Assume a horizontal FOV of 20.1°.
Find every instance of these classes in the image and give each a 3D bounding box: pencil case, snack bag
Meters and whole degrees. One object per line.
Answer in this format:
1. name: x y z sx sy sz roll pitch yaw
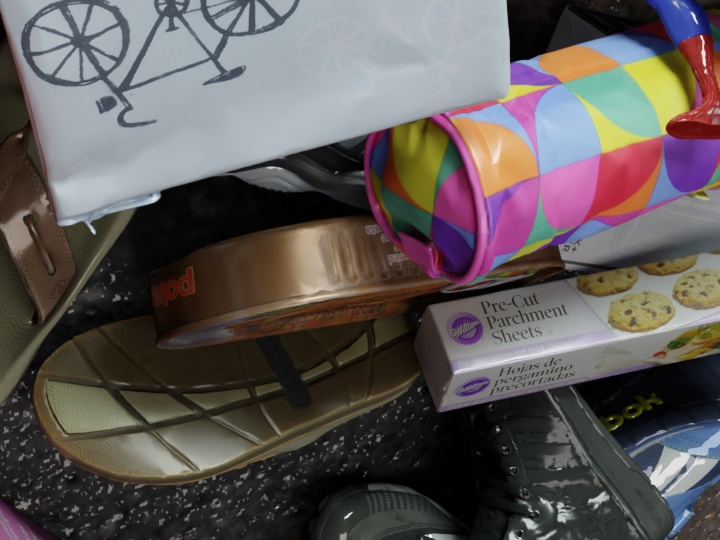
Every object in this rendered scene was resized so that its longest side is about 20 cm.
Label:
1. pencil case: 0.098 -0.052 0.865 0.200 0.088 0.089 -16 126 -34
2. snack bag: -0.035 -0.116 0.699 0.188 0.021 0.200 -17 132 -8

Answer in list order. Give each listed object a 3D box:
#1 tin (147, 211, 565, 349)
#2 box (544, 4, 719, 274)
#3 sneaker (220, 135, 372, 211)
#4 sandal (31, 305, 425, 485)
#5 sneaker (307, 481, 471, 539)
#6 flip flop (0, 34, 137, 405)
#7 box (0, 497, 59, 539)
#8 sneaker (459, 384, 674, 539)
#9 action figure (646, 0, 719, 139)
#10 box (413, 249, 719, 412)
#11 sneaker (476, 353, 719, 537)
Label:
1. tin: 0.000 0.000 0.903 0.200 0.112 0.042 -8 87 -34
2. box: 0.170 -0.053 1.023 0.200 0.060 0.117 7 114 -35
3. sneaker: 0.002 -0.087 0.857 0.200 0.076 0.114 5 144 -31
4. sandal: -0.059 0.058 0.946 0.200 0.080 0.054 -13 158 -34
5. sneaker: 0.060 0.169 1.060 0.200 0.090 0.067 37 78 -37
6. flip flop: -0.148 -0.013 0.827 0.081 0.058 0.200 33 107 2
7. box: -0.201 0.194 0.915 0.176 0.097 0.200 -45 133 -1
8. sneaker: 0.082 0.116 1.010 0.104 0.060 0.200 -44 99 -17
9. action figure: 0.124 -0.154 0.852 0.052 0.200 0.065 4 147 -29
10. box: 0.126 0.025 0.979 0.199 0.042 0.039 -10 150 -17
11. sneaker: 0.159 0.101 1.108 0.200 0.074 0.082 -24 129 -8
